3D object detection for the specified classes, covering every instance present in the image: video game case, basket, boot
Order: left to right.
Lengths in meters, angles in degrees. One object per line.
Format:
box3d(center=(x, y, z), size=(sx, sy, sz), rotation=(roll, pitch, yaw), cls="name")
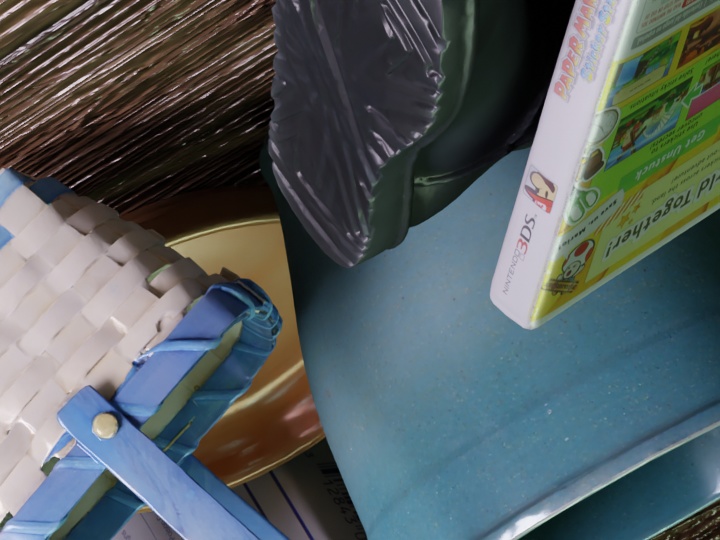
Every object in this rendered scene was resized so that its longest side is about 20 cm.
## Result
box3d(center=(-0.073, 0.067, 1.024), size=(0.139, 0.200, 0.176), rotation=(-53, 170, -5), cls="basket")
box3d(center=(0.058, -0.093, 0.890), size=(0.168, 0.077, 0.200), rotation=(-32, 162, -19), cls="boot")
box3d(center=(0.128, -0.090, 0.892), size=(0.200, 0.023, 0.183), rotation=(-32, 149, -37), cls="video game case")

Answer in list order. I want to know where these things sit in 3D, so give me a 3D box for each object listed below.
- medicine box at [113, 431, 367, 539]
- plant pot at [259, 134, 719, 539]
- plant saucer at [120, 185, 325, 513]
box3d(center=(-0.039, 0.179, 1.355), size=(0.103, 0.183, 0.200), rotation=(0, 138, -48), cls="medicine box")
box3d(center=(0.061, 0.005, 1.081), size=(0.199, 0.189, 0.200), rotation=(-26, 166, -7), cls="plant pot")
box3d(center=(-0.072, 0.029, 1.211), size=(0.199, 0.038, 0.201), rotation=(-18, 146, -12), cls="plant saucer")
